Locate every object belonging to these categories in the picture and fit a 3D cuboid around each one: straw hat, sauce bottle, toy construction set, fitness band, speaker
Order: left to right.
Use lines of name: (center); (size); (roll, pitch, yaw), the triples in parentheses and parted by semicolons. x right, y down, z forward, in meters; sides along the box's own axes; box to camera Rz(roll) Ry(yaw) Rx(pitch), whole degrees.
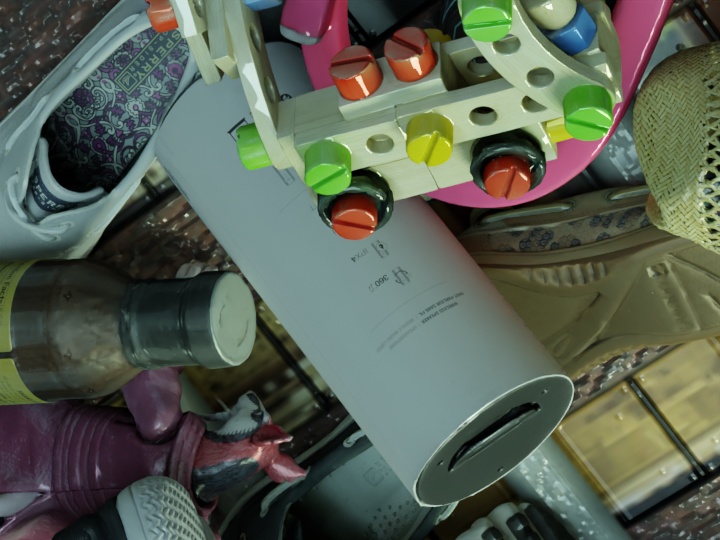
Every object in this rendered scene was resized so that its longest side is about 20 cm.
sauce bottle: (-0.141, 0.027, 1.094); (0.200, 0.065, 0.065); (-2, 112, 26)
speaker: (0.000, 0.000, 1.046); (0.081, 0.081, 0.200); (-51, 62, 24)
toy construction set: (0.014, -0.084, 0.938); (0.200, 0.092, 0.131); (-2, 141, 26)
fitness band: (0.049, -0.117, 0.982); (0.143, 0.037, 0.200); (24, 122, 7)
straw hat: (0.151, -0.048, 0.985); (0.085, 0.201, 0.201); (-1, 112, 16)

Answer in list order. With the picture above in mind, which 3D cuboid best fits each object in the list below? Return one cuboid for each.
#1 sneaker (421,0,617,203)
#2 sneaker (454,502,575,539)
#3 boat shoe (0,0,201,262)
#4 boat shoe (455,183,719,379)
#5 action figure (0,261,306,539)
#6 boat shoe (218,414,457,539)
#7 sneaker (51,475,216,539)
sneaker: (0.068, -0.112, 1.055); (0.079, 0.075, 0.200); (50, 123, 21)
sneaker: (0.018, 0.165, 1.112); (0.081, 0.200, 0.075); (-49, 63, 38)
boat shoe: (-0.125, -0.047, 1.110); (0.072, 0.069, 0.200); (45, 114, -9)
boat shoe: (0.092, 0.003, 1.098); (0.200, 0.063, 0.073); (-9, 125, 19)
action figure: (-0.121, 0.082, 1.129); (0.200, 0.149, 0.134); (-5, 105, 28)
boat shoe: (-0.016, 0.120, 1.162); (0.076, 0.060, 0.200); (35, 115, -5)
sneaker: (-0.107, 0.162, 1.098); (0.114, 0.076, 0.200); (-19, 145, 1)
